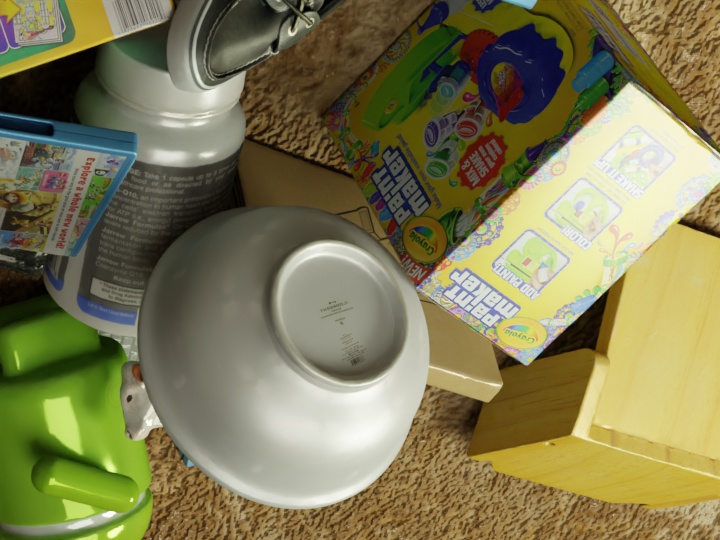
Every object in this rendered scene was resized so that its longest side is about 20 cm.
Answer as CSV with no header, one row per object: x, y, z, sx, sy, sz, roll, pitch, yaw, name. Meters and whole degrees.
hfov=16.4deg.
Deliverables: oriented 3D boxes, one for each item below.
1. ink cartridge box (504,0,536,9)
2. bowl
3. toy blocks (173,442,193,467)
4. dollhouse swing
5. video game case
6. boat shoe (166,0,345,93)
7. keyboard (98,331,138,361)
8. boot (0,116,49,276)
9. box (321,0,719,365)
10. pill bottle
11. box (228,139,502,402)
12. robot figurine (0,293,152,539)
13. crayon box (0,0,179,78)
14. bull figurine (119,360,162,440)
0.035,-0.277,1.503,0.199,0.145,0.148,15,120,-31,ink cartridge box
-0.032,0.040,1.549,0.200,0.202,0.090,5,157,-27,bowl
-0.064,0.085,1.794,0.199,0.100,0.137,-15,146,-25,toy blocks
0.213,0.073,1.934,0.199,0.177,0.181,16,160,-33,dollhouse swing
-0.249,-0.059,1.504,0.199,0.018,0.143,9,151,-19,video game case
-0.047,-0.173,1.536,0.200,0.056,0.069,-48,137,-41,boat shoe
-0.192,0.088,1.787,0.056,0.011,0.201,1,125,-24,keyboard
-0.284,-0.009,1.624,0.157,0.080,0.212,4,124,-26,boot
0.106,-0.084,1.651,0.193,0.200,0.122,-45,130,14,box
-0.137,-0.067,1.617,0.113,0.114,0.201,0,127,-23,pill bottle
0.000,0.000,1.698,0.199,0.164,0.021,18,131,-33,box
-0.207,0.121,1.712,0.115,0.175,0.201,-17,107,-27,robot figurine
-0.222,-0.176,1.496,0.199,0.058,0.119,-19,98,-7,crayon box
-0.068,0.063,1.677,0.200,0.121,0.065,-41,173,-29,bull figurine
